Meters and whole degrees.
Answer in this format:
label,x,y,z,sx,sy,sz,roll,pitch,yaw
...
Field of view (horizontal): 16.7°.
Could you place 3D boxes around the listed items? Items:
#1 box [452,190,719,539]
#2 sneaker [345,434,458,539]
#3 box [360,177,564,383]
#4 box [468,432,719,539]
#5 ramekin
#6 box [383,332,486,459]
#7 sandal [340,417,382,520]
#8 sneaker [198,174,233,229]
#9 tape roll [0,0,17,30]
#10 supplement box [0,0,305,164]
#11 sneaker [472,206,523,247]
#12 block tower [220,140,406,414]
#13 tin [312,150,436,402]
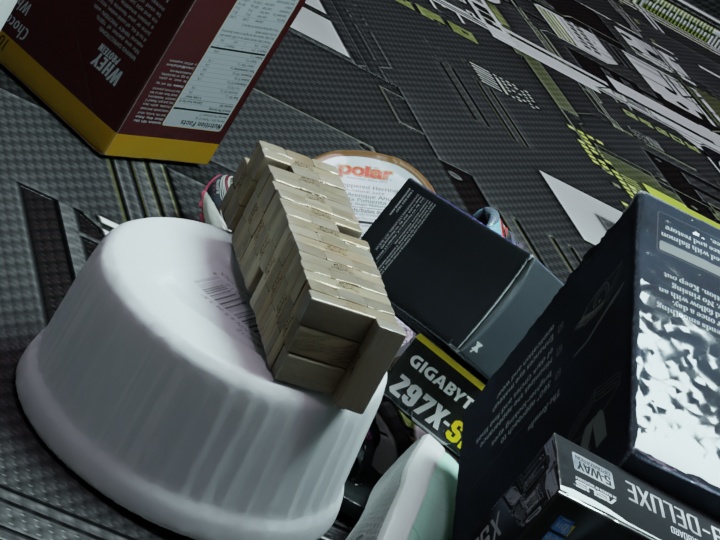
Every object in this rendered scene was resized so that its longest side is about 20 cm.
label,x,y,z,sx,sy,sz,roll,pitch,yaw
box,0.141,0.106,1.279,0.117,0.197,0.200,25,40,-13
sneaker,0.050,0.172,1.365,0.118,0.074,0.200,43,23,-1
box,0.102,0.044,1.536,0.200,0.079,0.141,40,-1,-39
box,0.102,0.192,1.174,0.157,0.200,0.050,29,28,-16
ramekin,-0.082,0.056,1.367,0.200,0.098,0.201,25,22,-11
box,0.099,0.119,1.531,0.160,0.049,0.200,40,-2,16
sandal,-0.032,0.080,1.504,0.075,0.048,0.201,12,29,-43
sneaker,-0.026,-0.006,1.714,0.200,0.075,0.081,36,17,13
tape roll,-0.327,-0.217,1.648,0.202,0.139,0.203,30,16,-10
supplement box,-0.167,-0.217,1.826,0.197,0.200,0.133,41,19,25
sneaker,0.100,0.005,1.808,0.199,0.096,0.079,9,19,-25
block tower,-0.030,-0.002,1.355,0.058,0.054,0.200,17,24,-23
tin,0.000,0.000,1.642,0.112,0.042,0.201,9,49,-9
